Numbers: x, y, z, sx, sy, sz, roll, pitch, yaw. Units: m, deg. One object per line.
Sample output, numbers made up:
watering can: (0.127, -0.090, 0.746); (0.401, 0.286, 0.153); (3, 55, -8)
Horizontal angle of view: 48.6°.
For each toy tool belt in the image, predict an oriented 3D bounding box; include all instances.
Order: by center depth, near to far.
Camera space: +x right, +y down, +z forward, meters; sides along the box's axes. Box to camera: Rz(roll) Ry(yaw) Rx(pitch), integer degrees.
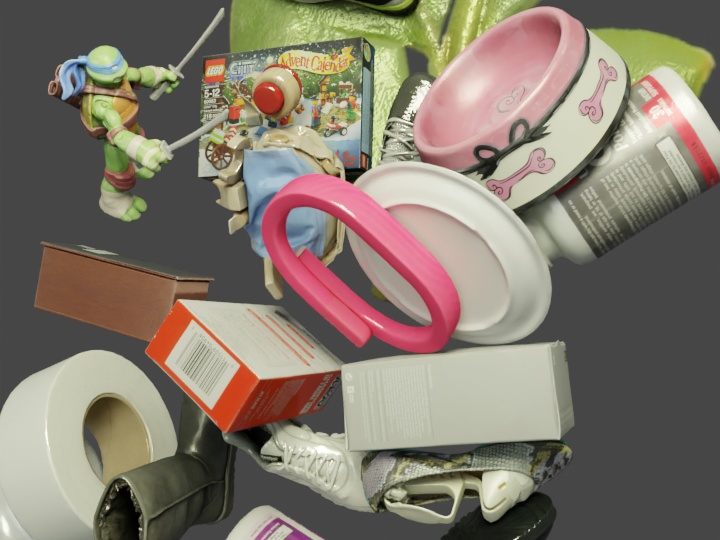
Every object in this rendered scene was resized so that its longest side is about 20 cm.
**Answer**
toy tool belt: (-0.081, -0.085, 0.777); (0.123, 0.123, 0.202); (1, 120, 22)

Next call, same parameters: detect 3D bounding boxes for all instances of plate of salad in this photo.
plate of salad: (0.075, -0.016, 0.690); (0.198, 0.202, 0.048); (23, 53, 23)

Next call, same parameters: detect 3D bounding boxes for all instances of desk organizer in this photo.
desk organizer: (-0.275, 0.025, 0.918); (0.197, 0.072, 0.078); (13, 94, 23)

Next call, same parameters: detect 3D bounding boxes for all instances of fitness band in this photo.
fitness band: (0.000, 0.000, 0.708); (0.200, 0.038, 0.144); (42, 143, -5)

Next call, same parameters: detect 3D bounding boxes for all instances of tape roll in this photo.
tape roll: (-0.279, 0.191, 0.837); (0.070, 0.202, 0.205); (-21, 78, 18)

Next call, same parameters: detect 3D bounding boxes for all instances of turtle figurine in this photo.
turtle figurine: (-0.219, -0.150, 0.857); (0.145, 0.198, 0.195); (58, 149, 23)

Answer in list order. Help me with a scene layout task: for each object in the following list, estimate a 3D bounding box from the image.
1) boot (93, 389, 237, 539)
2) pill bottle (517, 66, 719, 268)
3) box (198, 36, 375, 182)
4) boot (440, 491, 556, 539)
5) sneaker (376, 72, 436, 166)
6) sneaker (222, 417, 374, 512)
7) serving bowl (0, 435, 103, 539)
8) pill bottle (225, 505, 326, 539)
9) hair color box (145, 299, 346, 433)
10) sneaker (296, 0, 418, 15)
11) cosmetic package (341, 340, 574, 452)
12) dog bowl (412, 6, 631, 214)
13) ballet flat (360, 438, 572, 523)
boot: (-0.193, 0.195, 0.800); (0.072, 0.200, 0.185); (-10, 82, 21)
pill bottle: (0.208, -0.076, 0.700); (0.199, 0.110, 0.112); (-34, 74, 17)
box: (-0.082, -0.171, 0.868); (0.197, 0.038, 0.139); (-1, 86, 23)
boot: (0.117, 0.317, 0.719); (0.073, 0.197, 0.164); (2, 117, 62)
sneaker: (0.038, -0.102, 0.771); (0.074, 0.115, 0.203); (8, 90, 22)
sneaker: (-0.054, 0.191, 0.809); (0.198, 0.081, 0.076); (20, 92, 21)
serving bowl: (-0.373, 0.267, 0.943); (0.197, 0.066, 0.203); (-2, 85, 23)
pill bottle: (-0.042, 0.325, 0.775); (0.198, 0.112, 0.114); (24, 95, 23)
hair color box: (-0.100, 0.088, 0.769); (0.111, 0.200, 0.064); (39, 101, 20)
sneaker: (-0.026, -0.322, 0.831); (0.198, 0.083, 0.073); (16, 92, 23)
cosmetic package: (0.092, 0.116, 0.739); (0.197, 0.107, 0.092); (-5, 85, 24)
dog bowl: (0.129, -0.143, 0.696); (0.199, 0.074, 0.201); (-35, 31, 24)
ballet flat: (0.097, 0.198, 0.732); (0.197, 0.072, 0.073); (-6, 84, 8)
